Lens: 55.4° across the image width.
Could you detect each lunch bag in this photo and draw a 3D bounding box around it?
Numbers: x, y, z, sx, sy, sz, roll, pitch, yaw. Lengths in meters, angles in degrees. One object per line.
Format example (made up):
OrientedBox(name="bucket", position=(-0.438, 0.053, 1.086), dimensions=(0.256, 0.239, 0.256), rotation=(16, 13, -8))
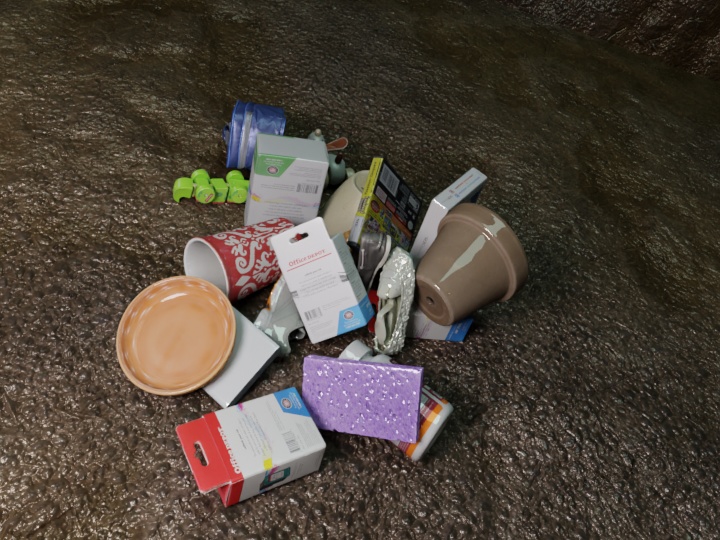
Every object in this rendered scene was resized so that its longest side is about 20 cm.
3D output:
OrientedBox(name="lunch bag", position=(-0.242, -0.301, 1.528), dimensions=(0.129, 0.139, 0.201), rotation=(10, 19, -12))

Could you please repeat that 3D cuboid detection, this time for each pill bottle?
OrientedBox(name="pill bottle", position=(0.047, 0.211, 1.136), dimensions=(0.198, 0.111, 0.109), rotation=(36, 43, 16))

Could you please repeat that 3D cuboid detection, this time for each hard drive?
OrientedBox(name="hard drive", position=(-0.247, 0.119, 1.145), dimensions=(0.199, 0.026, 0.132), rotation=(37, 71, 18))

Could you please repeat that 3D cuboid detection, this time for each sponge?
OrientedBox(name="sponge", position=(0.001, 0.200, 1.079), dimensions=(0.195, 0.115, 0.030), rotation=(4, 4, 19))

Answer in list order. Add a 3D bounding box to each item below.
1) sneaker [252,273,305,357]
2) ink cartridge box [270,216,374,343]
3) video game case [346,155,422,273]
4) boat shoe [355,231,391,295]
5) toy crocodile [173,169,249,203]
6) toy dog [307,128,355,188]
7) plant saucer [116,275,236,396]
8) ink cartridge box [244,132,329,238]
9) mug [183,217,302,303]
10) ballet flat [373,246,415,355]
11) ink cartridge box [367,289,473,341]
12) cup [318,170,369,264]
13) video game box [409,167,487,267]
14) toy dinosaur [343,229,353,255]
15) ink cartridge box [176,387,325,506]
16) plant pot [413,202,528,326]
OrientedBox(name="sneaker", position=(-0.132, 0.079, 1.247), dimensions=(0.091, 0.076, 0.202), rotation=(27, 49, -3))
OrientedBox(name="ink cartridge box", position=(-0.066, 0.012, 1.214), dimensions=(0.204, 0.114, 0.067), rotation=(68, 21, -7))
OrientedBox(name="video game case", position=(0.052, -0.096, 1.355), dimensions=(0.025, 0.200, 0.185), rotation=(8, 73, 32))
OrientedBox(name="boat shoe", position=(0.000, 0.000, 1.272), dimensions=(0.056, 0.202, 0.068), rotation=(15, 46, -11))
OrientedBox(name="toy crocodile", position=(-0.297, -0.169, 1.453), dimensions=(0.196, 0.062, 0.068), rotation=(-3, 45, -30))
OrientedBox(name="toy dog", position=(-0.079, -0.275, 1.615), dimensions=(0.130, 0.097, 0.200), rotation=(-23, 57, -38))
OrientedBox(name="plant saucer", position=(-0.297, 0.108, 1.119), dimensions=(0.195, 0.038, 0.205), rotation=(-1, 65, 3))
OrientedBox(name="ink cartridge box", position=(-0.154, -0.163, 1.390), dimensions=(0.142, 0.203, 0.088), rotation=(4, 39, -16))
OrientedBox(name="mug", position=(-0.223, -0.036, 1.283), dimensions=(0.198, 0.135, 0.177), rotation=(-24, 58, -42))
OrientedBox(name="ballet flat", position=(0.056, 0.062, 1.233), dimensions=(0.070, 0.205, 0.072), rotation=(3, 15, -1))
OrientedBox(name="ink cartridge box", position=(0.110, 0.067, 1.347), dimensions=(0.195, 0.068, 0.118), rotation=(6, 44, -15))
OrientedBox(name="cup", position=(0.012, -0.124, 1.456), dimensions=(0.195, 0.145, 0.203), rotation=(10, 42, -9))
OrientedBox(name="video game box", position=(0.178, -0.097, 1.448), dimensions=(0.047, 0.202, 0.181), rotation=(36, 44, 18))
OrientedBox(name="toy dinosaur", position=(-0.041, -0.040, 1.389), dimensions=(0.107, 0.198, 0.060), rotation=(56, 14, 1))
OrientedBox(name="ink cartridge box", position=(-0.165, 0.264, 1.019), dimensions=(0.196, 0.068, 0.117), rotation=(-12, 50, -31))
OrientedBox(name="plant pot", position=(0.183, 0.007, 1.271), dimensions=(0.174, 0.202, 0.200), rotation=(-39, 65, -23))
